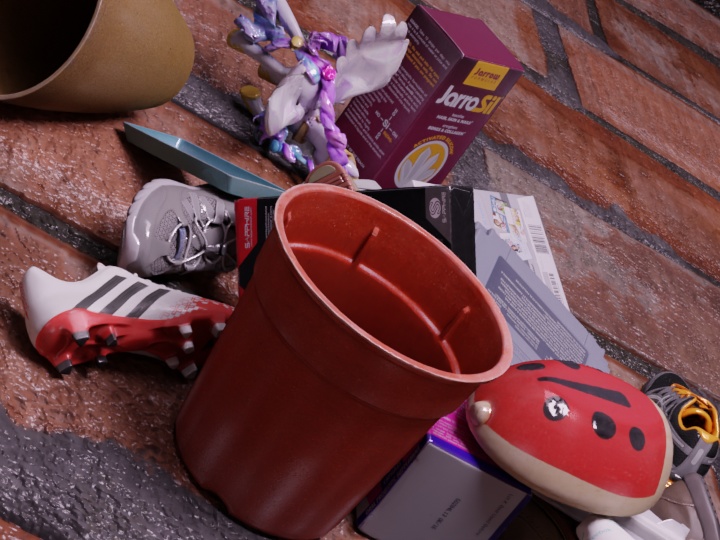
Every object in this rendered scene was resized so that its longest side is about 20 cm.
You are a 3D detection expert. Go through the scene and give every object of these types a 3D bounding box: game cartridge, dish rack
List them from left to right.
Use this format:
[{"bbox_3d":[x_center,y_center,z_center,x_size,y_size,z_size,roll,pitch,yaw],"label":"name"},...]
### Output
[{"bbox_3d":[0.153,0.062,1.563,0.200,0.041,0.134,47,42,-14],"label":"game cartridge"},{"bbox_3d":[0.189,0.183,1.390,0.199,0.044,0.172,32,3,-18],"label":"dish rack"}]

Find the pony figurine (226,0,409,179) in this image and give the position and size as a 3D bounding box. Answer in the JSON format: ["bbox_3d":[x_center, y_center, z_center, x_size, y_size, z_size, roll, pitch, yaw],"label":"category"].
[{"bbox_3d":[-0.052,-0.182,1.638,0.165,0.194,0.200,-25,59,-24],"label":"pony figurine"}]

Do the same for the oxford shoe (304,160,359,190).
[{"bbox_3d":[0.000,0.000,1.478,0.074,0.070,0.202,6,65,-58],"label":"oxford shoe"}]

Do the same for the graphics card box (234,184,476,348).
[{"bbox_3d":[-0.005,0.000,1.315,0.051,0.198,0.127,1,86,-60],"label":"graphics card box"}]

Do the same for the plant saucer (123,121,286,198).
[{"bbox_3d":[-0.139,-0.093,1.460,0.069,0.019,0.199,15,8,-38],"label":"plant saucer"}]

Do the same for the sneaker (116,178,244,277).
[{"bbox_3d":[-0.130,-0.034,1.369,0.081,0.075,0.200,19,19,20],"label":"sneaker"}]

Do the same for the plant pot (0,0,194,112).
[{"bbox_3d":[-0.239,-0.217,1.471,0.187,0.187,0.199,51,16,28],"label":"plant pot"}]

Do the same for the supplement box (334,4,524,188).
[{"bbox_3d":[0.060,-0.163,1.702,0.110,0.201,0.086,4,40,-49],"label":"supplement box"}]

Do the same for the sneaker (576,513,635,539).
[{"bbox_3d":[0.226,0.262,1.285,0.201,0.070,0.080,59,5,-33],"label":"sneaker"}]

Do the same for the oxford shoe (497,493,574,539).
[{"bbox_3d":[0.125,0.238,1.271,0.074,0.071,0.201,14,31,-27],"label":"oxford shoe"}]

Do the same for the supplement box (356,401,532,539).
[{"bbox_3d":[0.060,0.130,1.330,0.103,0.101,0.201,28,26,-17],"label":"supplement box"}]

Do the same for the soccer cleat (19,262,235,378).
[{"bbox_3d":[-0.167,0.032,1.249,0.199,0.069,0.086,1,47,-44],"label":"soccer cleat"}]

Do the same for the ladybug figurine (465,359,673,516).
[{"bbox_3d":[0.167,0.121,1.273,0.199,0.072,0.136,14,32,-37],"label":"ladybug figurine"}]

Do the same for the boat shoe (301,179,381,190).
[{"bbox_3d":[-0.015,-0.047,1.566,0.064,0.071,0.199,44,25,19],"label":"boat shoe"}]

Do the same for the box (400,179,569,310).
[{"bbox_3d":[0.123,-0.004,1.640,0.199,0.041,0.157,4,65,-50],"label":"box"}]

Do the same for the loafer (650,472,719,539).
[{"bbox_3d":[0.293,0.274,1.442,0.073,0.070,0.201,63,12,-44],"label":"loafer"}]

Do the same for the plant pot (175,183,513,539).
[{"bbox_3d":[-0.025,0.076,1.201,0.200,0.196,0.201,28,27,-16],"label":"plant pot"}]

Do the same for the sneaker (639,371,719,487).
[{"bbox_3d":[0.323,0.153,1.652,0.078,0.078,0.200,30,25,-10],"label":"sneaker"}]
